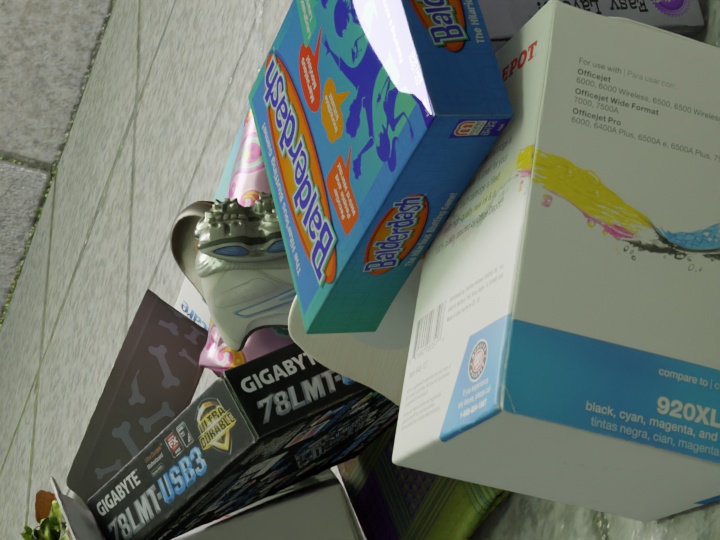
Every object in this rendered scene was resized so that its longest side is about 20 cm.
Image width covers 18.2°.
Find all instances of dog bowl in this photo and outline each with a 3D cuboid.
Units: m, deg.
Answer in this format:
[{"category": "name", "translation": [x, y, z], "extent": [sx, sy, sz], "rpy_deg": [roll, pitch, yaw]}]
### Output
[{"category": "dog bowl", "translation": [-0.157, 0.116, 1.540], "extent": [0.200, 0.058, 0.202], "rpy_deg": [-157, 90, -87]}]

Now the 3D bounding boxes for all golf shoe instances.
[{"category": "golf shoe", "translation": [0.000, 0.000, 1.368], "extent": [0.078, 0.198, 0.098], "rpy_deg": [-81, -13, -72]}]

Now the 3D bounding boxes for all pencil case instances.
[{"category": "pencil case", "translation": [-0.046, -0.024, 1.436], "extent": [0.087, 0.087, 0.202], "rpy_deg": [169, 112, -73]}]

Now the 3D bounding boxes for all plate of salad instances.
[{"category": "plate of salad", "translation": [-0.159, 0.223, 1.386], "extent": [0.200, 0.048, 0.202], "rpy_deg": [157, 90, -81]}]

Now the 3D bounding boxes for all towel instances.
[{"category": "towel", "translation": [0.031, 0.108, 1.432], "extent": [0.144, 0.023, 0.201], "rpy_deg": [-62, 36, 34]}]

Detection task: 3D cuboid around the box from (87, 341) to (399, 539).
[{"category": "box", "translation": [-0.040, 0.088, 1.339], "extent": [0.050, 0.198, 0.200], "rpy_deg": [59, 141, 10]}]

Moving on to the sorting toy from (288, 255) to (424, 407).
[{"category": "sorting toy", "translation": [0.051, 0.000, 1.255], "extent": [0.107, 0.178, 0.202], "rpy_deg": [145, 137, -67]}]

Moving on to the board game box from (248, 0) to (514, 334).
[{"category": "board game box", "translation": [0.004, -0.083, 1.131], "extent": [0.200, 0.045, 0.153], "rpy_deg": [120, 141, -53]}]

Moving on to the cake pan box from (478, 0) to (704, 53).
[{"category": "cake pan box", "translation": [0.072, -0.117, 1.274], "extent": [0.184, 0.198, 0.053], "rpy_deg": [142, 119, -64]}]

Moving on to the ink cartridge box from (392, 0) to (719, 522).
[{"category": "ink cartridge box", "translation": [0.117, 0.000, 1.082], "extent": [0.147, 0.143, 0.202], "rpy_deg": [142, 139, -67]}]

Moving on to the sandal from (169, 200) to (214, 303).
[{"category": "sandal", "translation": [-0.072, 0.023, 1.513], "extent": [0.200, 0.054, 0.082], "rpy_deg": [45, 125, 29]}]

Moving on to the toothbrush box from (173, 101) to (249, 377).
[{"category": "toothbrush box", "translation": [-0.032, -0.024, 1.609], "extent": [0.085, 0.146, 0.201], "rpy_deg": [45, 124, 35]}]

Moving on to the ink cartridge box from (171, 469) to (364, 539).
[{"category": "ink cartridge box", "translation": [-0.070, 0.192, 1.485], "extent": [0.200, 0.146, 0.084], "rpy_deg": [158, 94, -86]}]
